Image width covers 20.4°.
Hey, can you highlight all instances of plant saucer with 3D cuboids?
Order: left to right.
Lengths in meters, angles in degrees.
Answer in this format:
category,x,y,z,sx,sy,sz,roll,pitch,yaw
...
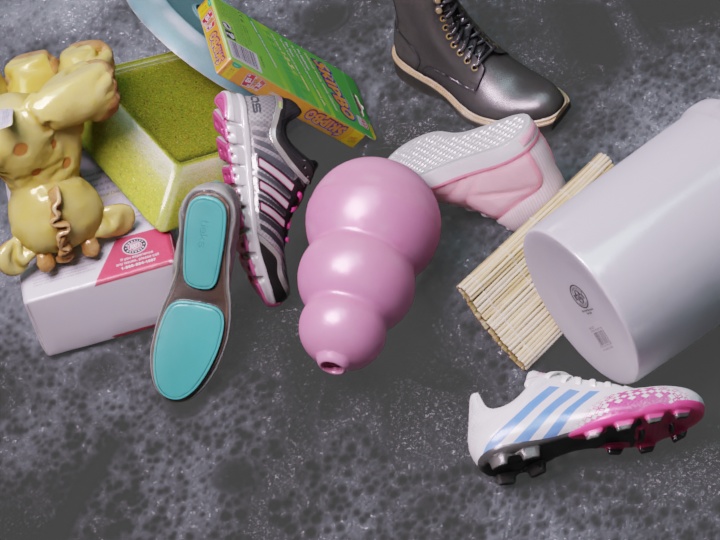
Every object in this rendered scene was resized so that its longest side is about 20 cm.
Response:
category,x,y,z,sx,sy,sz,roll,pitch,yaw
plant saucer,-0.169,-0.141,1.895,0.199,0.048,0.200,-20,57,-43
plant saucer,-0.144,-0.234,1.969,0.027,0.199,0.201,-51,48,19

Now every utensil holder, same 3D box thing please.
category,x,y,z,sx,sy,sz,roll,pitch,yaw
utensil holder,0.261,-0.024,1.704,0.199,0.171,0.170,-33,51,-14

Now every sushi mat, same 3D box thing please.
category,x,y,z,sx,sy,sz,roll,pitch,yaw
sushi mat,0.180,-0.009,1.778,0.200,0.012,0.096,-42,95,-23

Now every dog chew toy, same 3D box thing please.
category,x,y,z,sx,sy,sz,roll,pitch,yaw
dog chew toy,0.000,0.000,1.779,0.123,0.125,0.202,6,59,17

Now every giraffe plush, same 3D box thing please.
category,x,y,z,sx,sy,sz,roll,pitch,yaw
giraffe plush,-0.279,-0.092,1.786,0.171,0.163,0.200,-11,26,14

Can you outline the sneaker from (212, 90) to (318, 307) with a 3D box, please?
category,x,y,z,sx,sy,sz,roll,pitch,yaw
sneaker,-0.076,-0.069,1.824,0.087,0.202,0.074,-10,4,-13

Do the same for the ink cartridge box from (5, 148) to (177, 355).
category,x,y,z,sx,sy,sz,roll,pitch,yaw
ink cartridge box,-0.248,-0.034,1.881,0.146,0.086,0.201,-16,46,-1

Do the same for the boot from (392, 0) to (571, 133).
category,x,y,z,sx,sy,sz,roll,pitch,yaw
boot,0.105,-0.217,1.922,0.199,0.139,0.078,22,57,27

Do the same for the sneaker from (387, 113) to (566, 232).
category,x,y,z,sx,sy,sz,roll,pitch,yaw
sneaker,0.106,-0.076,1.855,0.199,0.105,0.076,-11,37,45

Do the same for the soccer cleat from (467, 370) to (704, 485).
category,x,y,z,sx,sy,sz,roll,pitch,yaw
soccer cleat,0.184,0.113,1.664,0.198,0.070,0.087,-14,59,3

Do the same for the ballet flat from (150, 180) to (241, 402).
category,x,y,z,sx,sy,sz,roll,pitch,yaw
ballet flat,-0.141,0.018,1.786,0.067,0.202,0.064,13,13,6

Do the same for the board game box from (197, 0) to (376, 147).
category,x,y,z,sx,sy,sz,roll,pitch,yaw
board game box,-0.069,-0.188,1.926,0.030,0.199,0.096,-44,43,26
